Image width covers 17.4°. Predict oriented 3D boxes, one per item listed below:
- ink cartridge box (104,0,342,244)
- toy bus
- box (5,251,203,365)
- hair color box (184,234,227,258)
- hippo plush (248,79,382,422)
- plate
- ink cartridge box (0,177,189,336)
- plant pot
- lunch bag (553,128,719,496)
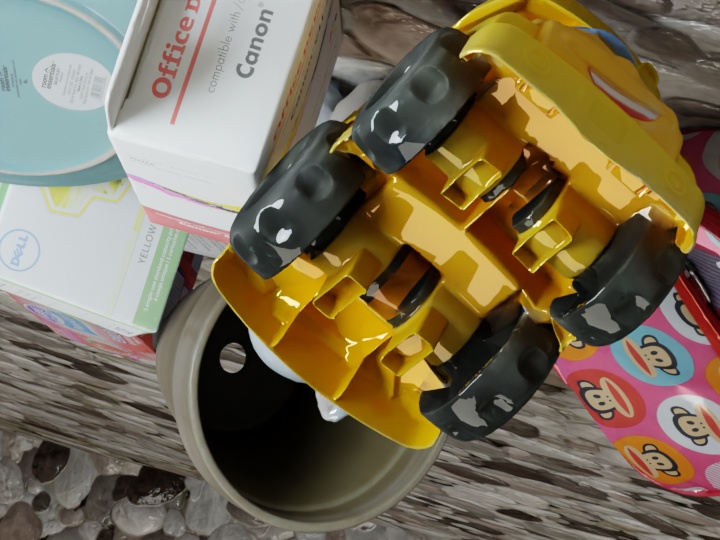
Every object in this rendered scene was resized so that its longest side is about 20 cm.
[{"bbox_3d":[-0.056,-0.088,1.029,0.067,0.117,0.200,16,169,5],"label":"ink cartridge box"},{"bbox_3d":[0.062,-0.049,0.975,0.136,0.192,0.200,42,136,-9],"label":"toy bus"},{"bbox_3d":[-0.183,-0.008,1.663,0.095,0.103,0.200,15,170,11],"label":"box"},{"bbox_3d":[-0.055,-0.037,1.427,0.200,0.061,0.100,14,169,15],"label":"hair color box"},{"bbox_3d":[0.000,0.000,1.260,0.200,0.161,0.159,27,165,-40],"label":"hippo plush"},{"bbox_3d":[-0.170,-0.098,1.153,0.200,0.026,0.200,4,141,3],"label":"plate"},{"bbox_3d":[-0.184,-0.065,1.263,0.200,0.146,0.048,21,168,-20],"label":"ink cartridge box"},{"bbox_3d":[-0.058,0.070,1.634,0.200,0.200,0.173,23,173,-26],"label":"plant pot"},{"bbox_3d":[0.178,0.022,1.156,0.176,0.082,0.200,-8,130,43],"label":"lunch bag"}]
